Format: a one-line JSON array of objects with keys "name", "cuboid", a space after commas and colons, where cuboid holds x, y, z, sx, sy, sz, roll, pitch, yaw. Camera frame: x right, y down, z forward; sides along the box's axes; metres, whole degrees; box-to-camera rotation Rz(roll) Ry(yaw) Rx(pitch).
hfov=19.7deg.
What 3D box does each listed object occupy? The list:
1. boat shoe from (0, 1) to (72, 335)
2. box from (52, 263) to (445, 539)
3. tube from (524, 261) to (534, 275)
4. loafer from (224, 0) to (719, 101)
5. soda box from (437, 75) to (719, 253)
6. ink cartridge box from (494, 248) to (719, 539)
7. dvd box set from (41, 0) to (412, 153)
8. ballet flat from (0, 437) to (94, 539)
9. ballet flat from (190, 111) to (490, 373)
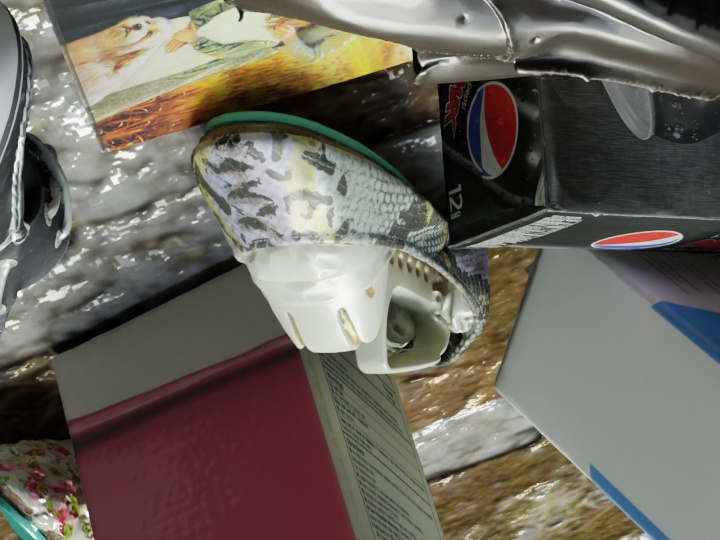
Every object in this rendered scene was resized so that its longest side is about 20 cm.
[{"name": "boat shoe", "cuboid": [-0.125, -0.022, 0.670, 0.067, 0.072, 0.200, -2, 149, -24]}, {"name": "box", "cuboid": [-0.030, 0.118, 0.825, 0.108, 0.201, 0.128, -25, 150, 12]}, {"name": "tube", "cuboid": [0.139, 0.018, 0.915, 0.052, 0.058, 0.200, 7, 158, 31]}, {"name": "loafer", "cuboid": [0.039, -0.090, 0.599, 0.199, 0.074, 0.071, 13, 144, -30]}, {"name": "soda box", "cuboid": [0.127, -0.045, 0.764, 0.198, 0.072, 0.063, 1, 170, -33]}, {"name": "ink cartridge box", "cuboid": [0.178, 0.044, 0.826, 0.199, 0.145, 0.084, -3, 121, -37]}, {"name": "dvd box set", "cuboid": [-0.002, -0.112, 0.632, 0.198, 0.030, 0.147, -17, 150, -3]}, {"name": "ballet flat", "cuboid": [-0.119, 0.110, 0.914, 0.064, 0.075, 0.200, -46, 159, -16]}, {"name": "ballet flat", "cuboid": [0.000, 0.000, 0.747, 0.072, 0.073, 0.200, -28, 159, 15]}]
